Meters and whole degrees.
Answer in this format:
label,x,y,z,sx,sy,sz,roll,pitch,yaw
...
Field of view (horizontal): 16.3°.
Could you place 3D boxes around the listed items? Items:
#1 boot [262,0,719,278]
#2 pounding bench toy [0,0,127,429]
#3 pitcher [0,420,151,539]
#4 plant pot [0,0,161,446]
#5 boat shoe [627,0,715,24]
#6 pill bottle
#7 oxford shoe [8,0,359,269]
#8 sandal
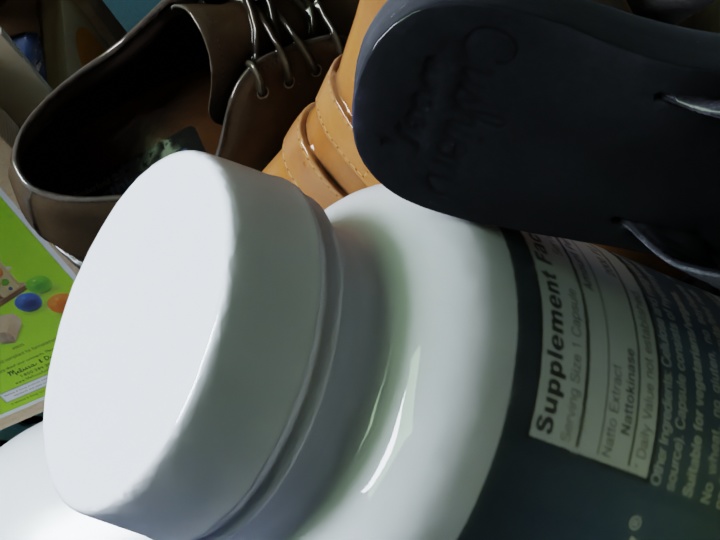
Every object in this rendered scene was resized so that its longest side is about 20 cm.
label,x,y,z,sx,sy,sz,roll,pitch,yaw
boot,0.013,-0.054,0.665,0.154,0.200,0.074,-30,27,47
pounding bench toy,-0.183,-0.027,0.884,0.199,0.124,0.157,-23,46,14
pitcher,-0.057,0.077,0.873,0.200,0.121,0.172,-29,30,36
plant pot,-0.139,-0.028,1.051,0.141,0.141,0.201,-34,52,47
boat shoe,0.100,-0.053,0.723,0.200,0.057,0.067,-2,70,60
pill bottle,0.027,0.045,0.637,0.120,0.199,0.120,-39,40,44
oxford shoe,-0.013,-0.061,0.736,0.199,0.084,0.073,-32,69,5
sandal,0.096,-0.021,0.583,0.043,0.199,0.076,-87,3,-57
